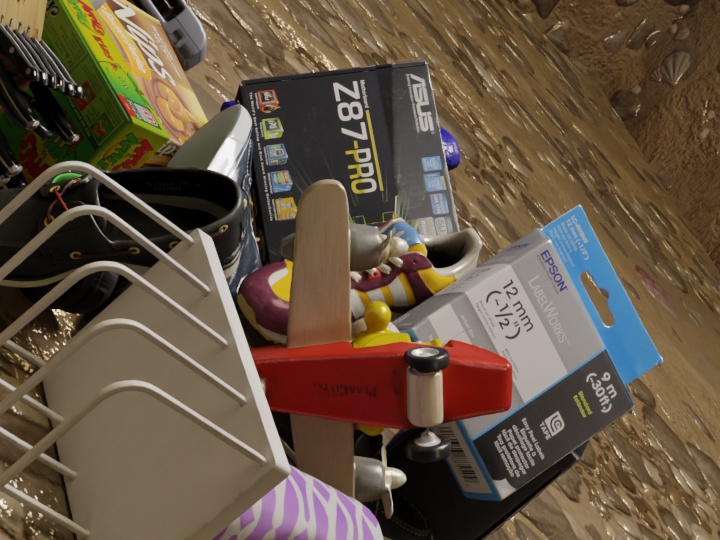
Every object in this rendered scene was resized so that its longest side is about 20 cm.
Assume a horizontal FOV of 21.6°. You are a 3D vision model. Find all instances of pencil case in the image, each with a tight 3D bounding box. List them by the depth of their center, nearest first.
[{"bbox_3d":[-0.069,0.154,1.151,0.200,0.085,0.084,35,25,-43],"label":"pencil case"}]

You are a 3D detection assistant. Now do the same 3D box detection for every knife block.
[{"bbox_3d":[-0.283,-0.137,1.311,0.198,0.178,0.064,6,-7,29],"label":"knife block"}]

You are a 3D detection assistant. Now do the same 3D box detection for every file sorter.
[{"bbox_3d":[-0.149,0.058,1.046,0.124,0.138,0.201,38,19,-40],"label":"file sorter"}]

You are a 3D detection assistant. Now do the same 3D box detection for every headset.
[{"bbox_3d":[-0.159,0.002,1.235,0.123,0.094,0.201,36,26,-37],"label":"headset"}]

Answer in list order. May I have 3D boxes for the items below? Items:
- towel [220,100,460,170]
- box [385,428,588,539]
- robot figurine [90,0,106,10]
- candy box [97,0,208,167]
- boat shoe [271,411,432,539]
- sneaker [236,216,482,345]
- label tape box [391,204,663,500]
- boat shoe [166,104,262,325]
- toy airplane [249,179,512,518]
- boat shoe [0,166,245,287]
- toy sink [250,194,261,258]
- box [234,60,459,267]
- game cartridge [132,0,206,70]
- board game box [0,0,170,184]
[{"bbox_3d":[-0.024,-0.124,1.722,0.198,0.050,0.147,3,3,-31],"label":"towel"},{"bbox_3d":[0.107,0.135,1.549,0.105,0.148,0.200,49,15,2],"label":"box"},{"bbox_3d":[-0.252,-0.280,1.470,0.149,0.125,0.201,30,-25,18],"label":"robot figurine"},{"bbox_3d":[-0.190,-0.151,1.567,0.115,0.055,0.201,29,26,-49],"label":"candy box"},{"bbox_3d":[-0.009,0.137,1.393,0.200,0.062,0.075,46,14,-16],"label":"boat shoe"},{"bbox_3d":[0.000,0.000,1.400,0.198,0.091,0.075,-6,48,-39],"label":"sneaker"},{"bbox_3d":[0.133,0.057,1.400,0.144,0.199,0.066,61,-20,-7],"label":"label tape box"},{"bbox_3d":[-0.109,-0.035,1.450,0.091,0.070,0.201,48,39,-27],"label":"boat shoe"},{"bbox_3d":[-0.017,0.069,1.291,0.199,0.200,0.141,45,22,2],"label":"toy airplane"},{"bbox_3d":[-0.170,-0.033,1.161,0.199,0.063,0.074,1,49,-9],"label":"boat shoe"},{"bbox_3d":[-0.026,-0.025,1.619,0.201,0.112,0.130,53,16,12],"label":"toy sink"},{"bbox_3d":[-0.008,-0.061,1.523,0.049,0.159,0.202,122,-40,-71],"label":"box"},{"bbox_3d":[-0.210,-0.280,1.763,0.201,0.041,0.133,54,0,-4],"label":"game cartridge"},{"bbox_3d":[-0.227,-0.141,1.365,0.047,0.101,0.201,21,32,-57],"label":"board game box"}]
